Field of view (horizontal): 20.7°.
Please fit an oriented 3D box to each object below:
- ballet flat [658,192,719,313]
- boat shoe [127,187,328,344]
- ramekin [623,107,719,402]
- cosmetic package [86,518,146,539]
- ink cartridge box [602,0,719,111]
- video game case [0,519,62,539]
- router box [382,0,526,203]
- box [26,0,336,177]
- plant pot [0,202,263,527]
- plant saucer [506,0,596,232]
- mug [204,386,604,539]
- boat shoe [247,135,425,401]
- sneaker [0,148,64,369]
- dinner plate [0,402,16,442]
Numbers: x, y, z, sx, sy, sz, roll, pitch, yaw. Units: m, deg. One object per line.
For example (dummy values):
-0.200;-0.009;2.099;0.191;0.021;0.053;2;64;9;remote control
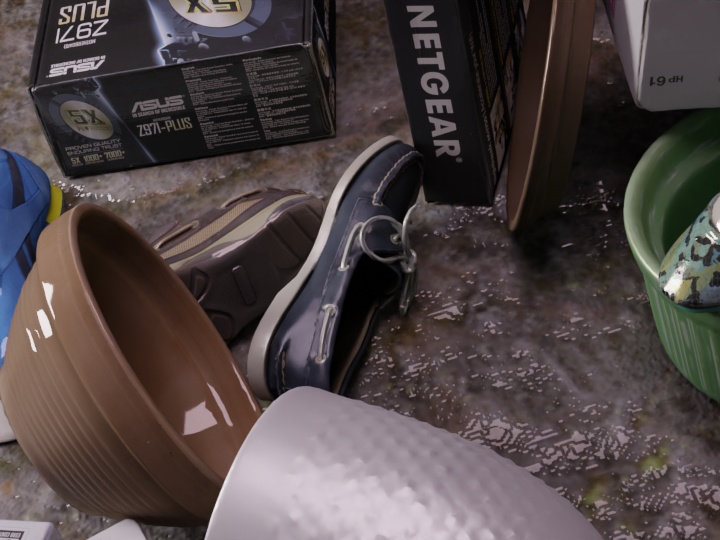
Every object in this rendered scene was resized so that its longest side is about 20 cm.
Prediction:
0.243;-0.046;1.035;0.200;0.074;0.074;-26;44;-10;ballet flat
-0.108;0.010;1.231;0.200;0.075;0.073;-27;30;-19;boat shoe
0.254;-0.008;1.115;0.199;0.098;0.200;-8;43;8;ramekin
-0.180;0.224;1.019;0.200;0.074;0.102;-27;44;-13;cosmetic package
0.217;-0.190;1.167;0.144;0.085;0.200;-4;45;-3;ink cartridge box
-0.265;0.204;0.981;0.199;0.046;0.182;1;44;19;video game case
0.063;-0.165;1.257;0.051;0.200;0.149;2;45;17;router box
-0.122;-0.163;1.393;0.199;0.086;0.164;-8;44;8;box
-0.135;0.069;1.089;0.093;0.201;0.201;-32;42;9;plant pot
0.117;-0.121;1.207;0.029;0.200;0.200;7;45;0;plant saucer
0.020;0.176;0.976;0.175;0.148;0.201;16;81;21;mug
0.000;0.000;1.197;0.062;0.075;0.200;11;50;28;boat shoe
-0.232;-0.004;1.219;0.066;0.078;0.200;-35;36;24;sneaker
-0.227;0.030;1.270;0.199;0.024;0.201;-9;42;8;dinner plate
